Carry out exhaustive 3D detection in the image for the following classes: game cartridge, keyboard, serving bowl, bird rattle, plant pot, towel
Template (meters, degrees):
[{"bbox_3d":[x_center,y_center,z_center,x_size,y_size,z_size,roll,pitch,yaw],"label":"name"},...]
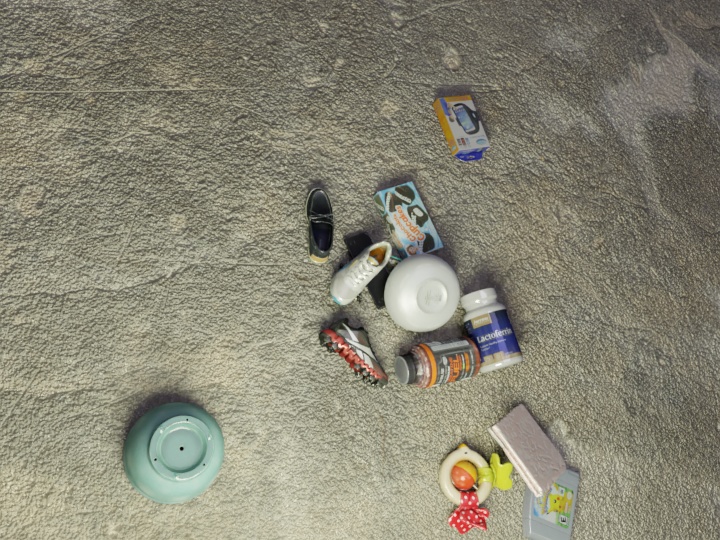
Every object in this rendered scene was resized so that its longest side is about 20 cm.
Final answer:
[{"bbox_3d":[0.469,0.576,1.550,0.133,0.040,0.200,24,64,-9],"label":"game cartridge"},{"bbox_3d":[0.009,0.007,1.571,0.127,0.021,0.200,-21,80,-29],"label":"keyboard"},{"bbox_3d":[0.163,0.061,1.544,0.200,0.066,0.200,-3,99,-19],"label":"serving bowl"},{"bbox_3d":[0.256,0.506,1.471,0.163,0.113,0.200,42,74,9],"label":"bird rattle"},{"bbox_3d":[-0.357,0.352,1.225,0.200,0.134,0.201,8,68,-21],"label":"plant pot"},{"bbox_3d":[0.407,0.431,1.510,0.200,0.032,0.191,-8,58,-55],"label":"towel"}]

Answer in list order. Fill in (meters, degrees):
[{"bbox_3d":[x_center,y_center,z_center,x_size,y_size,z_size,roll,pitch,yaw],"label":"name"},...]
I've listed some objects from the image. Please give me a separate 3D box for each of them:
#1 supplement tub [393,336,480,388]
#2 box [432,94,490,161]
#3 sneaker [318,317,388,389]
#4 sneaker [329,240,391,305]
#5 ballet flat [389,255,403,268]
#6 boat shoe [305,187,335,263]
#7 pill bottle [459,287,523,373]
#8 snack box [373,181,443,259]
[{"bbox_3d":[0.184,0.226,1.516,0.200,0.107,0.107,-7,74,-24],"label":"supplement tub"},{"bbox_3d":[0.302,-0.419,1.839,0.119,0.041,0.200,-13,75,-26],"label":"box"},{"bbox_3d":[0.000,0.190,1.470,0.200,0.071,0.098,43,63,-2],"label":"sneaker"},{"bbox_3d":[0.000,0.000,1.512,0.077,0.081,0.200,43,62,-6],"label":"sneaker"},{"bbox_3d":[0.156,0.022,1.605,0.200,0.072,0.072,18,65,-15],"label":"ballet flat"},{"bbox_3d":[-0.097,-0.118,1.548,0.074,0.062,0.200,7,67,-19],"label":"boat shoe"},{"bbox_3d":[0.330,0.152,1.599,0.116,0.116,0.200,-11,75,-26],"label":"pill bottle"},{"bbox_3d":[0.127,-0.130,1.660,0.116,0.037,0.200,-21,80,-27],"label":"snack box"}]
